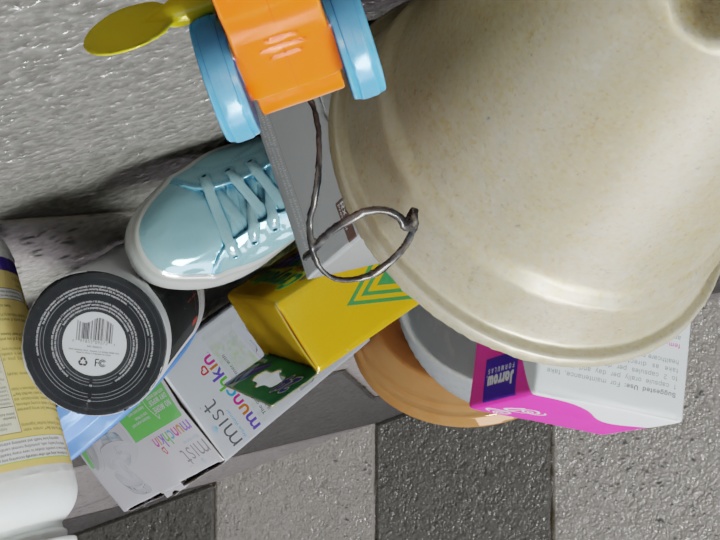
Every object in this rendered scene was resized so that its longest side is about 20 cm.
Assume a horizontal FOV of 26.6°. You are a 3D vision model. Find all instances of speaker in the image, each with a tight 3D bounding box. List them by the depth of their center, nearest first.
[{"bbox_3d":[-0.142,0.029,0.908,0.081,0.081,0.200,-19,-175,2],"label":"speaker"}]

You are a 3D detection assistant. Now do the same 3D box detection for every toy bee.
[{"bbox_3d":[-0.040,-0.095,0.576,0.130,0.109,0.200,-7,142,-16],"label":"toy bee"}]

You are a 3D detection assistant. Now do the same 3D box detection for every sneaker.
[{"bbox_3d":[-0.036,-0.054,0.839,0.200,0.074,0.082,-27,173,-21],"label":"sneaker"}]

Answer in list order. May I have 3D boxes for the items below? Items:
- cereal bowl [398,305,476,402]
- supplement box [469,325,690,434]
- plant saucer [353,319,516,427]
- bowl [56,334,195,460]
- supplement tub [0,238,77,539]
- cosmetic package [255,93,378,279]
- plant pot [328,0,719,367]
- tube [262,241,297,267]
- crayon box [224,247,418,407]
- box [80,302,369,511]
[{"bbox_3d":[0.128,0.029,1.162,0.199,0.200,0.083,-17,145,-4],"label":"cereal bowl"},{"bbox_3d":[0.142,-0.007,0.943,0.103,0.201,0.101,11,166,-17],"label":"supplement box"},{"bbox_3d":[0.089,0.035,1.242,0.200,0.200,0.038,-17,140,-4],"label":"plant saucer"},{"bbox_3d":[-0.200,0.086,1.099,0.200,0.039,0.201,-37,-168,9],"label":"bowl"},{"bbox_3d":[-0.242,0.089,0.851,0.145,0.201,0.145,-18,170,-3],"label":"supplement tub"},{"bbox_3d":[0.055,-0.073,0.788,0.199,0.107,0.090,-12,168,-23],"label":"cosmetic package"},{"bbox_3d":[0.110,-0.090,0.628,0.200,0.201,0.184,-13,157,-29],"label":"plant pot"},{"bbox_3d":[-0.021,-0.039,1.006,0.200,0.052,0.058,-16,-151,-35],"label":"tube"},{"bbox_3d":[0.000,0.000,0.919,0.200,0.052,0.126,-35,-169,-14],"label":"crayon box"},{"bbox_3d":[-0.119,0.095,1.241,0.176,0.097,0.200,-38,-177,-36],"label":"box"}]
